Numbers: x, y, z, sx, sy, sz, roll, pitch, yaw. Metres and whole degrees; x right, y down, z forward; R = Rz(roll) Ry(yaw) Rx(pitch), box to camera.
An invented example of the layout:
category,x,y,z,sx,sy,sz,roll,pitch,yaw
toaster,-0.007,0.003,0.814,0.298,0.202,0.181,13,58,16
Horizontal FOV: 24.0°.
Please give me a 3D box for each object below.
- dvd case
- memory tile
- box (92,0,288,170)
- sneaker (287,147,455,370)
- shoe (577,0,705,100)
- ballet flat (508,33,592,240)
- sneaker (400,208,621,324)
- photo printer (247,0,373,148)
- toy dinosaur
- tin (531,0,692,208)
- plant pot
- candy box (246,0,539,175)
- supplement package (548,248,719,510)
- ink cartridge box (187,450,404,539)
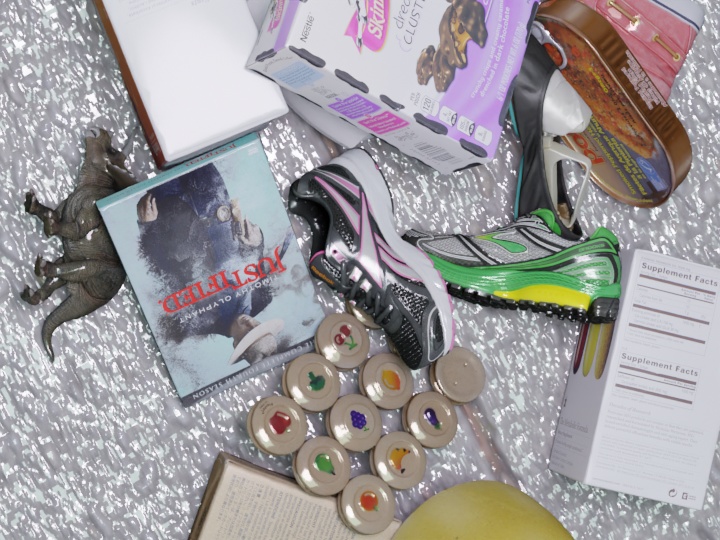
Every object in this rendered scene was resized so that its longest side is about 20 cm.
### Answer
category,x,y,z,sx,sy,sz,roll,pitch,yaw
dvd case,-0.117,0.002,1.403,0.145,0.022,0.201,-23,120,-9
memory tile,0.009,0.110,1.424,0.153,0.017,0.200,43,59,-7
box,-0.150,-0.195,1.368,0.105,0.152,0.202,-22,93,-9
sneaker,0.000,0.000,1.409,0.086,0.080,0.201,-19,69,-31
shoe,0.198,-0.222,1.463,0.199,0.071,0.092,24,84,-12
ballet flat,0.163,-0.111,1.435,0.068,0.068,0.202,5,121,21
sneaker,0.128,-0.011,1.433,0.198,0.078,0.086,9,81,18
photo printer,0.005,-0.216,1.433,0.200,0.069,0.167,-43,98,-7
toy dinosaur,-0.224,-0.016,1.394,0.101,0.077,0.202,-2,102,-32
tin,0.205,-0.143,1.444,0.042,0.112,0.201,-43,102,-31
plant pot,0.126,0.288,1.390,0.198,0.142,0.202,-5,100,-29
candy box,0.031,-0.196,1.330,0.199,0.071,0.169,26,72,-25
supplement package,0.247,0.090,1.454,0.108,0.114,0.202,13,87,-10
ink cartridge box,-0.076,0.275,1.425,0.163,0.075,0.202,21,86,-10
